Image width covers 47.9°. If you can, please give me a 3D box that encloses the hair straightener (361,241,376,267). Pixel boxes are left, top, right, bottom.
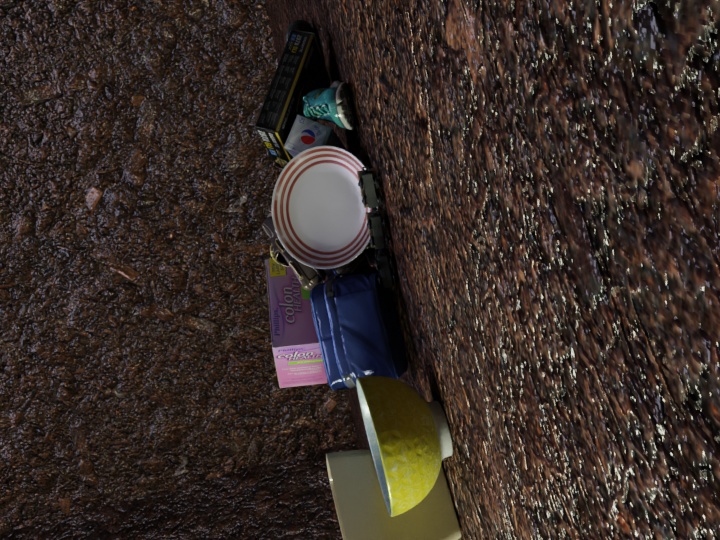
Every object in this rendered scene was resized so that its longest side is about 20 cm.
[{"bbox_3d":[0.007,-0.082,1.385,0.200,0.041,0.077,-101,-13,-61],"label":"hair straightener"}]

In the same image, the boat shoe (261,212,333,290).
[{"bbox_3d":[-0.124,-0.034,1.418,0.200,0.059,0.072,41,169,40],"label":"boat shoe"}]

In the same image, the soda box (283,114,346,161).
[{"bbox_3d":[-0.076,-0.214,1.447,0.200,0.068,0.064,29,-96,-82],"label":"soda box"}]

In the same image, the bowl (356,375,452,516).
[{"bbox_3d":[0.069,0.237,1.153,0.200,0.107,0.201,167,90,-85],"label":"bowl"}]

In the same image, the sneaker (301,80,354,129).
[{"bbox_3d":[-0.055,-0.270,1.353,0.200,0.079,0.078,-124,22,-73],"label":"sneaker"}]

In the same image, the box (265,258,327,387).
[{"bbox_3d":[-0.116,0.097,1.505,0.200,0.096,0.177,91,172,-62],"label":"box"}]

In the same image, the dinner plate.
[{"bbox_3d":[-0.057,-0.103,1.330,0.024,0.199,0.201,-9,-95,-64],"label":"dinner plate"}]

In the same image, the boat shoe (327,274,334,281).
[{"bbox_3d":[-0.038,0.067,1.641,0.093,0.074,0.201,-8,62,64],"label":"boat shoe"}]

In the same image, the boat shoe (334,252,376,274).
[{"bbox_3d":[0.004,-0.005,1.470,0.075,0.075,0.202,42,-179,3],"label":"boat shoe"}]

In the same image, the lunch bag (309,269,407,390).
[{"bbox_3d":[-0.011,0.093,1.342,0.136,0.132,0.201,6,-110,-77],"label":"lunch bag"}]

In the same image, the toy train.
[{"bbox_3d":[0.027,-0.069,1.257,0.046,0.034,0.201,-89,-11,-66],"label":"toy train"}]

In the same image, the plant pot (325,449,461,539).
[{"bbox_3d":[0.054,0.387,1.300,0.200,0.176,0.201,90,165,-66],"label":"plant pot"}]

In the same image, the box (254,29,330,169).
[{"bbox_3d":[-0.118,-0.301,1.462,0.160,0.049,0.201,69,-142,-70],"label":"box"}]

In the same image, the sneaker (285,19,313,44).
[{"bbox_3d":[-0.112,-0.395,1.646,0.114,0.076,0.200,-100,5,-60],"label":"sneaker"}]

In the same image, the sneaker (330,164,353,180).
[{"bbox_3d":[-0.059,-0.121,1.397,0.200,0.077,0.086,-27,53,49],"label":"sneaker"}]
